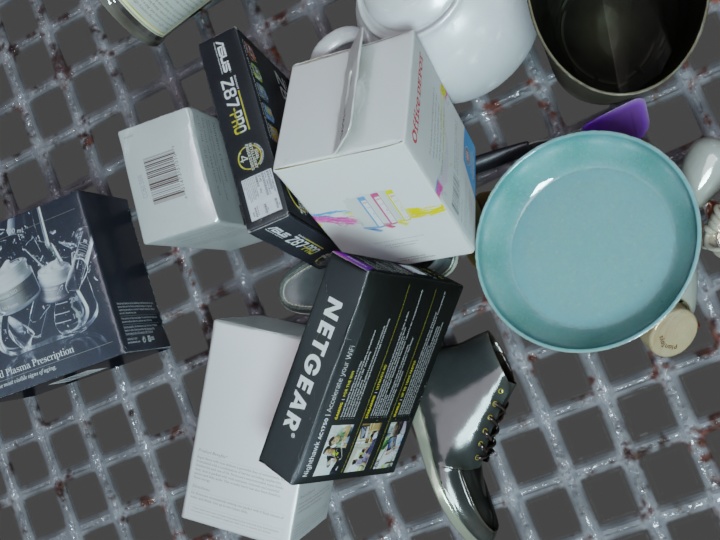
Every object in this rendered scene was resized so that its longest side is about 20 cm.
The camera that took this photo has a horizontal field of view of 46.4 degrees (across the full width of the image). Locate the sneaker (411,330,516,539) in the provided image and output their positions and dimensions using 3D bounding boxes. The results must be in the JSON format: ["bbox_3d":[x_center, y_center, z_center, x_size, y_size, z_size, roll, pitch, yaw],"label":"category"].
[{"bbox_3d":[0.117,0.165,0.827,0.106,0.075,0.201,-23,82,17],"label":"sneaker"}]

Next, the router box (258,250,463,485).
[{"bbox_3d":[0.004,0.091,0.767,0.051,0.149,0.201,26,100,38],"label":"router box"}]

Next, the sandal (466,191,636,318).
[{"bbox_3d":[0.179,-0.010,0.814,0.200,0.054,0.081,31,98,35],"label":"sandal"}]

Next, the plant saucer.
[{"bbox_3d":[0.201,-0.024,0.749,0.199,0.036,0.201,-9,73,29],"label":"plant saucer"}]

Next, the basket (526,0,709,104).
[{"bbox_3d":[0.220,-0.223,0.740,0.135,0.200,0.181,-11,87,14],"label":"basket"}]

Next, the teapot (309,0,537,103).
[{"bbox_3d":[0.064,-0.257,0.790,0.197,0.146,0.201,11,91,35],"label":"teapot"}]

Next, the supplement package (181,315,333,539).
[{"bbox_3d":[-0.088,0.156,0.860,0.121,0.120,0.201,11,92,17],"label":"supplement package"}]

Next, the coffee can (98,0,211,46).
[{"bbox_3d":[-0.185,-0.354,0.879,0.200,0.146,0.147,-33,81,12],"label":"coffee can"}]

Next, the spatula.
[{"bbox_3d":[0.184,-0.122,0.834,0.199,0.057,0.021,-12,52,22],"label":"spatula"}]

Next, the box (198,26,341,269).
[{"bbox_3d":[-0.080,-0.113,0.821,0.049,0.161,0.201,-22,70,13],"label":"box"}]

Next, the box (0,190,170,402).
[{"bbox_3d":[-0.344,0.033,0.939,0.199,0.104,0.183,-20,83,14],"label":"box"}]

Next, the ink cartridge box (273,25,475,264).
[{"bbox_3d":[0.016,-0.110,0.770,0.125,0.200,0.129,-10,55,24],"label":"ink cartridge box"}]

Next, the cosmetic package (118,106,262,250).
[{"bbox_3d":[-0.147,-0.083,0.839,0.081,0.200,0.113,-15,88,15],"label":"cosmetic package"}]

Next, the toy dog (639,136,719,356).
[{"bbox_3d":[0.303,-0.010,0.767,0.200,0.096,0.132,-59,33,36],"label":"toy dog"}]

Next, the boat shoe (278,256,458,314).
[{"bbox_3d":[0.000,0.000,0.868,0.199,0.062,0.073,-14,86,15],"label":"boat shoe"}]
